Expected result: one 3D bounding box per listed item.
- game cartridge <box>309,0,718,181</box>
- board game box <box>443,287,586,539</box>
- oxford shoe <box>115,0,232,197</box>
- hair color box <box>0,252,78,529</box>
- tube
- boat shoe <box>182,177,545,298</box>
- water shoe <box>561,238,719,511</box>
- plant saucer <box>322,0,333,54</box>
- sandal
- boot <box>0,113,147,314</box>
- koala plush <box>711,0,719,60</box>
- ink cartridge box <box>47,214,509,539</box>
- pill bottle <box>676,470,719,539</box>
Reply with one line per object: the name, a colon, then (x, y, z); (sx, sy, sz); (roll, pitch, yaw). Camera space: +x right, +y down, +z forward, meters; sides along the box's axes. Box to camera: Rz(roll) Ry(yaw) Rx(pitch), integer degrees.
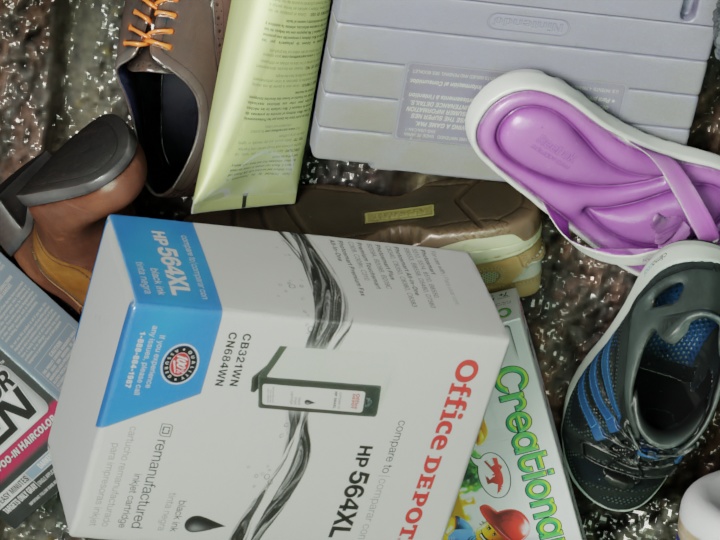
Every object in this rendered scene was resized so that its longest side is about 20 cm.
game cartridge: (0.080, -0.106, 1.443); (0.199, 0.038, 0.130); (6, 127, -9)
board game box: (0.049, 0.112, 1.517); (0.126, 0.035, 0.200); (-14, 120, 7)
oxford shoe: (-0.092, -0.135, 1.439); (0.071, 0.073, 0.201); (3, 109, 26)
hair color box: (-0.224, 0.037, 1.497); (0.200, 0.061, 0.099); (43, 128, -8)
tube: (-0.045, -0.126, 1.425); (0.058, 0.052, 0.201); (8, 108, -7)
boat shoe: (0.000, 0.000, 1.491); (0.199, 0.072, 0.076); (-1, 127, 10)
water shoe: (0.150, 0.072, 1.469); (0.071, 0.079, 0.200); (14, 133, -1)
plant saucer: (0.033, -0.192, 1.445); (0.199, 0.032, 0.201); (1, 108, 2)
sandal: (0.140, -0.034, 1.448); (0.202, 0.050, 0.083); (25, 120, -21)
boot: (-0.104, 0.021, 1.451); (0.200, 0.188, 0.068); (49, 60, -10)
koala plush: (0.297, -0.099, 1.393); (0.184, 0.177, 0.200); (-32, 110, 14)
ink cartridge box: (-0.042, 0.062, 1.391); (0.199, 0.084, 0.146); (6, 121, -20)
pill bottle: (0.224, 0.218, 1.522); (0.115, 0.116, 0.201); (5, 108, 2)
